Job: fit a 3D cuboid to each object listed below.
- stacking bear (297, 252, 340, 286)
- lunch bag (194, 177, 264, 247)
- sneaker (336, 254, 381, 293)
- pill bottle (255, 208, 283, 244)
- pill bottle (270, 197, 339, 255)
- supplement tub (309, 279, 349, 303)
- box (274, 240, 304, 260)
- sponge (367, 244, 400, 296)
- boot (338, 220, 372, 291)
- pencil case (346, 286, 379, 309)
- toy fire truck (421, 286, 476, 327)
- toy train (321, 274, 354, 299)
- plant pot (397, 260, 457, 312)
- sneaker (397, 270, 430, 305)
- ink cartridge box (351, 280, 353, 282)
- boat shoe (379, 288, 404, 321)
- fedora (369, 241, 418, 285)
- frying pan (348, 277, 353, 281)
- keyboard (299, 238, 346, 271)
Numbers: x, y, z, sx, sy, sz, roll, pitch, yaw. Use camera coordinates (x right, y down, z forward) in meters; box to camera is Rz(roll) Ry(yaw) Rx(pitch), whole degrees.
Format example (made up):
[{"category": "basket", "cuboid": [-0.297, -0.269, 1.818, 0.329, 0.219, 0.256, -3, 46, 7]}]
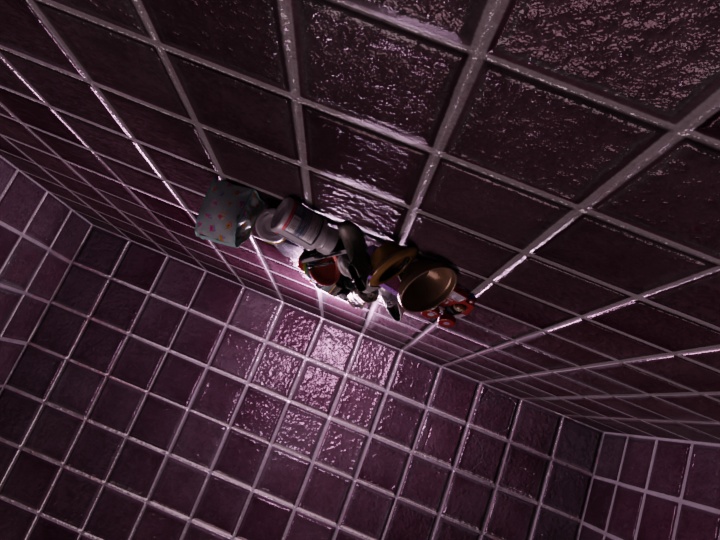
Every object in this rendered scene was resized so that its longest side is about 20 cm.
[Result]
[{"category": "stacking bear", "cuboid": [-0.162, -0.018, 1.869, 0.200, 0.121, 0.114, 22, 146, 57]}, {"category": "lunch bag", "cuboid": [-0.436, -0.179, 1.710, 0.169, 0.202, 0.122, 17, 165, 16]}, {"category": "sneaker", "cuboid": [0.000, 0.000, 1.758, 0.082, 0.075, 0.200, -7, 141, 43]}, {"category": "pill bottle", "cuboid": [-0.296, -0.146, 1.769, 0.110, 0.112, 0.200, 24, 177, -6]}, {"category": "pill bottle", "cuboid": [-0.173, -0.133, 1.644, 0.199, 0.120, 0.119, 30, 164, -27]}, {"category": "supplement tub", "cuboid": [-0.105, 0.045, 2.178, 0.199, 0.123, 0.122, 25, 165, -8]}, {"category": "box", "cuboid": [-0.265, -0.095, 2.054, 0.156, 0.051, 0.200, 16, 164, 19]}, {"category": "sponge", "cuboid": [0.095, 0.008, 1.768, 0.199, 0.112, 0.030, 32, 149, -33]}, {"category": "boot", "cuboid": [-0.016, -0.045, 1.596, 0.067, 0.131, 0.201, -18, 114, 19]}, {"category": "pencil case", "cuboid": [0.009, 0.092, 1.927, 0.089, 0.078, 0.200, 43, 163, -5]}, {"category": "toy fire truck", "cuboid": [0.320, 0.112, 1.851, 0.199, 0.113, 0.168, 28, 146, -26]}, {"category": "toy train", "cuboid": [-0.086, 0.018, 1.953, 0.113, 0.201, 0.085, 26, 129, -23]}, {"category": "plant pot", "cuboid": [0.201, 0.034, 1.662, 0.201, 0.200, 0.093, 38, -161, -47]}, {"category": "sneaker", "cuboid": [0.183, 0.057, 1.770, 0.201, 0.077, 0.085, 52, 163, 0]}, {"category": "ink cartridge box", "cuboid": [0.091, 0.040, 1.945, 0.199, 0.084, 0.175, 28, 164, -19]}, {"category": "boat shoe", "cuboid": [0.106, 0.103, 1.842, 0.071, 0.069, 0.201, -5, 133, 16]}, {"category": "fedora", "cuboid": [0.087, -0.033, 1.621, 0.082, 0.200, 0.201, 54, 173, 15]}, {"category": "frying pan", "cuboid": [-0.074, -0.015, 1.880, 0.189, 0.031, 0.115, 36, 178, 16]}, {"category": "keyboard", "cuboid": [-0.113, -0.057, 1.713, 0.198, 0.128, 0.021, -12, 133, 24]}]
